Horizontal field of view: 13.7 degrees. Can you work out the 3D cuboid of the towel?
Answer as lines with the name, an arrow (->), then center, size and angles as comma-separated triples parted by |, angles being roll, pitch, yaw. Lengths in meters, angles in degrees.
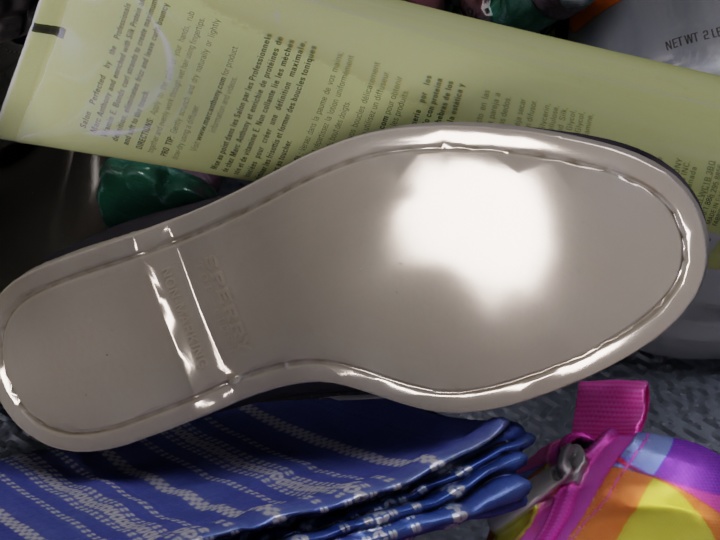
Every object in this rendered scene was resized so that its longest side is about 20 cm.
towel -> -0.071, 0.059, 0.753 | 0.200, 0.024, 0.145 | -13, 11, -23

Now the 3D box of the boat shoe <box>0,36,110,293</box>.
boat shoe -> -0.083, -0.048, 0.891 | 0.072, 0.060, 0.202 | 10, 43, -2

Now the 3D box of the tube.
tube -> 0.012, -0.044, 0.772 | 0.200, 0.058, 0.052 | 10, 2, -15

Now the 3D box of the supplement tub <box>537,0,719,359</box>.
supplement tub -> 0.101, -0.080, 0.920 | 0.122, 0.123, 0.200 | 2, 44, -10

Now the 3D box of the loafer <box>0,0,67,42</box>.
loafer -> -0.076, -0.117, 0.774 | 0.071, 0.073, 0.200 | 35, 42, 30

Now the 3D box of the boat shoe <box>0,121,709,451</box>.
boat shoe -> 0.000, 0.000, 0.765 | 0.200, 0.073, 0.063 | -12, 8, 26

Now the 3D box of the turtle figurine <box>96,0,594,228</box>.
turtle figurine -> 0.002, -0.086, 0.860 | 0.150, 0.101, 0.200 | 13, 65, 10

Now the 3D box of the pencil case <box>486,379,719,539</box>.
pencil case -> 0.036, 0.119, 0.727 | 0.088, 0.088, 0.200 | 23, 44, 12
